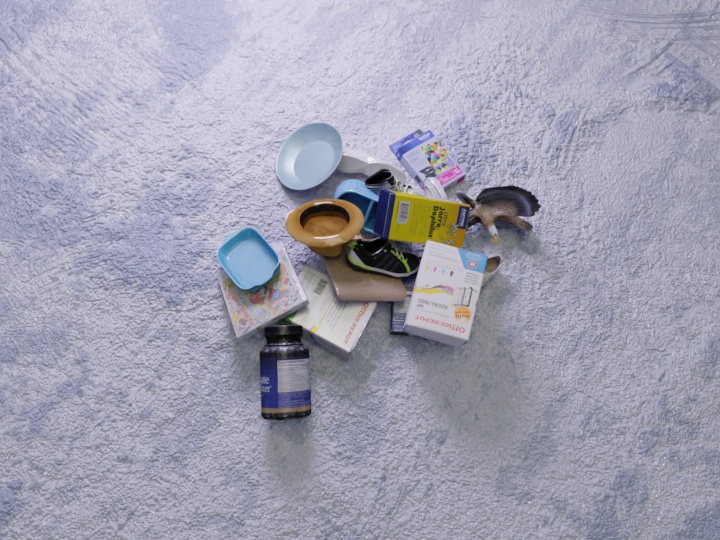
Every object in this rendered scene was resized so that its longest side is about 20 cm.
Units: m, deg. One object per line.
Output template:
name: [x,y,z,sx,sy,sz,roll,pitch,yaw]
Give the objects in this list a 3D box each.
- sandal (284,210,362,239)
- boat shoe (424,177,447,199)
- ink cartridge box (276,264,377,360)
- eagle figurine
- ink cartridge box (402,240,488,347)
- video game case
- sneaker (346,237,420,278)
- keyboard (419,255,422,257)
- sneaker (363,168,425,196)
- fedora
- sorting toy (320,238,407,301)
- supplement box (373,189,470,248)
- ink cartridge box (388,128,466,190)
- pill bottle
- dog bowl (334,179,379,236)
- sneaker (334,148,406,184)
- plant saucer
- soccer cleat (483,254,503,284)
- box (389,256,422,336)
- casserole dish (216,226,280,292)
sandal: [-0.096,-0.106,1.565,0.206,0.059,0.080,20,67,2]
boat shoe: [0.183,-0.133,1.580,0.086,0.075,0.203,-18,95,-16]
ink cartridge box: [-0.081,0.101,1.466,0.199,0.084,0.145,27,67,7]
eagle figurine: [0.345,-0.145,1.587,0.199,0.152,0.152,-18,112,3]
ink cartridge box: [0.194,0.059,1.424,0.146,0.145,0.201,14,78,5]
video game case: [-0.232,0.044,1.450,0.181,0.023,0.200,-28,52,0]
sneaker: [0.063,-0.035,1.473,0.199,0.083,0.072,3,43,-24]
keyboard: [0.216,0.041,1.565,0.056,0.011,0.201,-18,71,-18]
sneaker: [0.098,-0.202,1.594,0.199,0.115,0.076,3,65,-5]
fedora: [-0.082,-0.093,1.468,0.199,0.082,0.201,-4,38,3]
sorting toy: [0.000,0.000,1.496,0.184,0.037,0.201,2,44,-25]
supplement box: [0.144,-0.123,1.478,0.199,0.109,0.110,7,100,-12]
ink cartridge box: [0.182,-0.302,1.688,0.119,0.042,0.200,-32,72,-18]
pill bottle: [-0.167,0.223,1.367,0.111,0.112,0.201,-2,84,-7]
dog bowl: [0.022,-0.152,1.561,0.199,0.112,0.050,23,33,0]
sneaker: [0.032,-0.285,1.655,0.199,0.075,0.089,20,35,-6]
plant saucer: [-0.128,-0.294,1.625,0.200,0.039,0.202,-10,66,22]
soccer cleat: [0.275,0.024,1.534,0.200,0.078,0.069,-38,77,-22]
box: [0.137,0.063,1.528,0.120,0.032,0.201,4,70,0]
casserole dish: [-0.263,-0.023,1.472,0.121,0.039,0.200,-39,53,-9]
